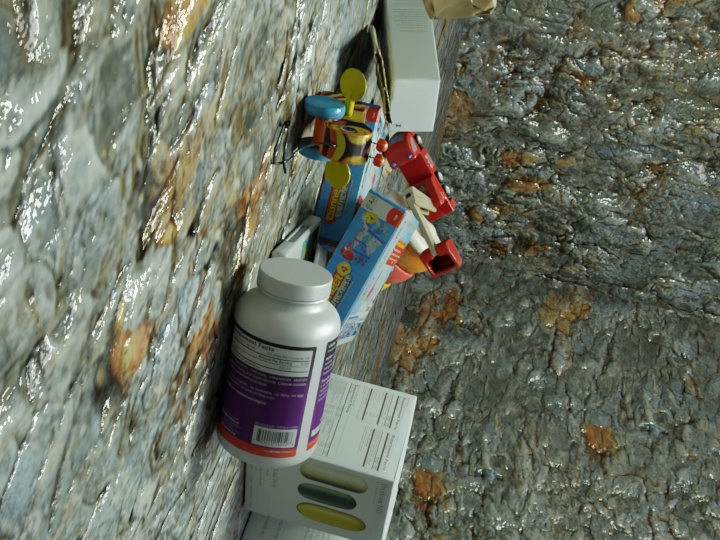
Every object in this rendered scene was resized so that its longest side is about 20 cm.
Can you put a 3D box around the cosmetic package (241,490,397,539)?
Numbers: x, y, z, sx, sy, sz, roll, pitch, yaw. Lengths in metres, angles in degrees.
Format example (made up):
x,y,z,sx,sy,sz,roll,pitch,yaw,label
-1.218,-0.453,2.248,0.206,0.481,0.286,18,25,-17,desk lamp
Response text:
x,y,z,sx,sy,sz,roll,pitch,yaw,label
-0.064,0.407,1.412,0.169,0.197,0.168,98,9,-50,cosmetic package

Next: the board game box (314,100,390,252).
x,y,z,sx,sy,sz,roll,pitch,yaw,label
-0.011,-0.128,1.371,0.200,0.055,0.199,47,58,-82,board game box

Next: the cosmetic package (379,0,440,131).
x,y,z,sx,sy,sz,roll,pitch,yaw,label
0.071,-0.313,1.384,0.102,0.070,0.202,95,-6,-54,cosmetic package

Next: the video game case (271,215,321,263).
x,y,z,sx,sy,sz,roll,pitch,yaw,label
-0.095,0.048,1.179,0.182,0.022,0.203,-57,159,-71,video game case

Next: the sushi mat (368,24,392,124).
x,y,z,sx,sy,sz,roll,pitch,yaw,label
0.026,-0.272,1.274,0.201,0.012,0.097,-94,175,-66,sushi mat

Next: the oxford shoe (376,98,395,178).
x,y,z,sx,sy,sz,roll,pitch,yaw,label
0.033,-0.182,1.547,0.071,0.073,0.203,51,56,-85,oxford shoe

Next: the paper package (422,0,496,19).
x,y,z,sx,sy,sz,roll,pitch,yaw,label
0.125,-0.481,1.261,0.191,0.102,0.203,60,33,-50,paper package

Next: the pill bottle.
x,y,z,sx,sy,sz,roll,pitch,yaw,label
-0.084,0.094,0.971,0.113,0.111,0.203,-57,160,-70,pill bottle

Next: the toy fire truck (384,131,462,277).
x,y,z,sx,sy,sz,roll,pitch,yaw,label
0.093,-0.106,1.407,0.202,0.048,0.141,59,26,-15,toy fire truck

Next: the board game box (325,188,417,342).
x,y,z,sx,sy,sz,roll,pitch,yaw,label
0.000,0.000,1.251,0.198,0.055,0.200,-61,173,2,board game box

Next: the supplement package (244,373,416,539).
x,y,z,sx,sy,sz,roll,pitch,yaw,label
-0.041,0.249,1.273,0.152,0.197,0.153,-68,170,-49,supplement package

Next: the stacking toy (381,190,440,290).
x,y,z,sx,sy,sz,roll,pitch,yaw,label
0.024,-0.018,1.503,0.199,0.147,0.146,-37,-176,16,stacking toy

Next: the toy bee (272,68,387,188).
x,y,z,sx,sy,sz,roll,pitch,yaw,label
-0.020,-0.144,1.049,0.132,0.107,0.202,100,8,-47,toy bee
